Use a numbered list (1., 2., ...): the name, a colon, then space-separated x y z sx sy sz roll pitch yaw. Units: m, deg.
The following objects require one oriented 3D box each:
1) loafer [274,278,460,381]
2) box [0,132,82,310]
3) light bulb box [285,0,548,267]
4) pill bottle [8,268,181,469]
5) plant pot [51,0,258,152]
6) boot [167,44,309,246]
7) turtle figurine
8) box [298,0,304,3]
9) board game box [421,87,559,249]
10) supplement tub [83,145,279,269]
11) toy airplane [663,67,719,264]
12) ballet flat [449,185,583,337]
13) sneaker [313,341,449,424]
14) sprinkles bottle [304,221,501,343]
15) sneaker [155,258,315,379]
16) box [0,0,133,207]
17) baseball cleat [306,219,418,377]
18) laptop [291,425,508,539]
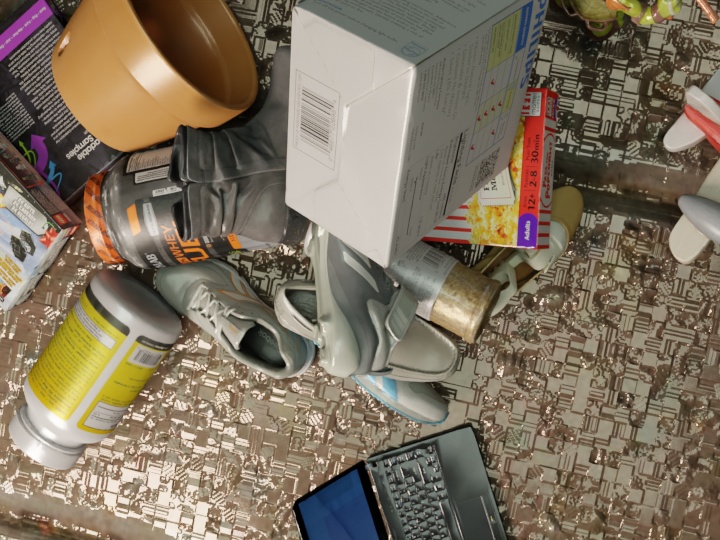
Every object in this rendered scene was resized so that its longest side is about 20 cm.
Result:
1. loafer: 0.007 0.060 0.924 0.196 0.070 0.071 17 77 0
2. box: -0.416 -0.076 1.032 0.200 0.040 0.137 47 117 3
3. light bulb box: 0.046 -0.150 0.798 0.124 0.199 0.201 32 138 24
4. pill bottle: -0.291 0.110 1.009 0.112 0.112 0.201 37 97 3
5. plant pot: -0.219 -0.216 0.953 0.139 0.200 0.203 -30 90 25
6. boot: -0.111 -0.125 0.873 0.129 0.070 0.205 6 77 -21
7. turtle figurine: 0.235 -0.261 0.896 0.196 0.161 0.066 24 96 5
8. box: 0.044 -0.248 0.946 0.195 0.117 0.062 -7 90 9
9. board game box: 0.098 -0.105 0.949 0.196 0.046 0.156 5 94 28
10. supplement tub: -0.180 -0.071 0.980 0.195 0.122 0.126 -10 92 8
11. toy airplane: 0.393 -0.114 0.896 0.194 0.141 0.205 -5 93 8
12. ballet flat: 0.164 -0.002 0.967 0.200 0.063 0.068 -44 115 10
13. sneaker: 0.023 0.084 0.988 0.199 0.077 0.081 41 92 0
14. sprinkles bottle: 0.041 -0.002 0.930 0.197 0.068 0.069 28 97 14
15. sneaker: -0.139 0.048 0.997 0.197 0.092 0.077 30 97 5
16. box: -0.348 -0.183 1.039 0.142 0.036 0.202 -36 87 9
17. baseball cleat: 0.000 0.000 0.880 0.104 0.070 0.205 2 77 -16
18. laptop: 0.052 0.287 0.981 0.196 0.103 0.181 -18 92 8
